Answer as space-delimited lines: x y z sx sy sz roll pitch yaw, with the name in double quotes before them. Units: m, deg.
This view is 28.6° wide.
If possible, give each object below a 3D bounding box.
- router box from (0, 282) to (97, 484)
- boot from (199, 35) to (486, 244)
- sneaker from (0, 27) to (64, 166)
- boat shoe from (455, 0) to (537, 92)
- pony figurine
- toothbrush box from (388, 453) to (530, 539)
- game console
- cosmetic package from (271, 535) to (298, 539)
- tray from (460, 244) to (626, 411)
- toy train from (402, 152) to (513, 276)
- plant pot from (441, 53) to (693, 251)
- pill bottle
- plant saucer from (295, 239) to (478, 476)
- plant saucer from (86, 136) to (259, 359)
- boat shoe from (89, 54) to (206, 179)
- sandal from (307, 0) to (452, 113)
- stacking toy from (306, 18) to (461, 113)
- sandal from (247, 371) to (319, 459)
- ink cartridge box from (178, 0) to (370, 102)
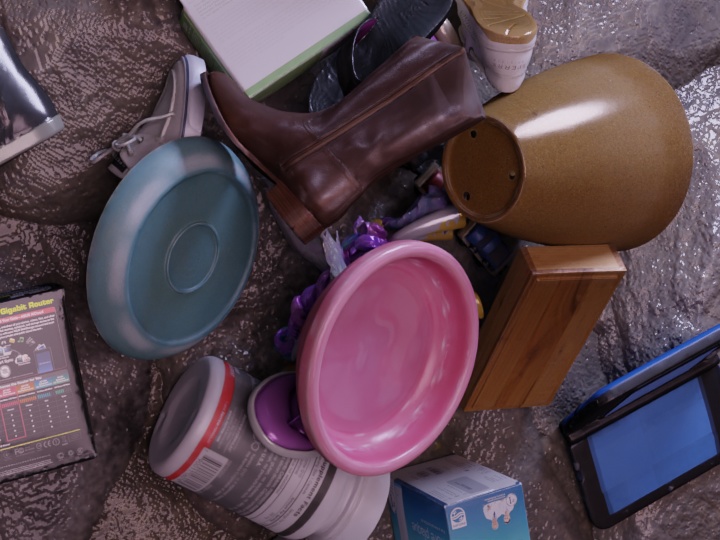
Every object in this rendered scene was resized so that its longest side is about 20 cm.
"router box" -0.334 0.105 1.184 0.198 0.062 0.152 -13 99 -21
"boot" -0.014 -0.147 1.170 0.199 0.064 0.187 -37 73 4
"sneaker" -0.354 -0.114 1.164 0.199 0.075 0.107 -35 101 -26
"boat shoe" 0.120 -0.217 1.298 0.070 0.201 0.070 3 117 0
"pony figurine" 0.000 0.000 1.272 0.198 0.167 0.195 -21 123 -11
"toothbrush box" 0.100 0.291 1.329 0.084 0.146 0.202 -13 99 -20
"game console" 0.315 0.155 1.429 0.199 0.171 0.119 -26 76 -19
"cosmetic package" -0.059 0.364 1.239 0.167 0.200 0.167 -35 106 -17
"tray" 0.166 0.058 1.331 0.098 0.037 0.201 -2 138 -22
"toy train" 0.082 -0.071 1.352 0.034 0.046 0.200 -46 108 -13
"plant pot" 0.169 -0.099 1.277 0.199 0.185 0.189 -10 98 -45
"pill bottle" -0.079 0.170 1.266 0.199 0.114 0.115 30 82 -22
"plant saucer" 0.017 0.070 1.187 0.199 0.051 0.203 -17 115 -40
"plant saucer" -0.151 -0.014 1.213 0.199 0.027 0.202 -30 130 -43
"boat shoe" -0.192 -0.093 1.231 0.085 0.075 0.204 11 98 -18
"sandal" 0.014 -0.190 1.230 0.075 0.048 0.202 26 71 9
"stacking toy" 0.001 -0.159 1.279 0.200 0.085 0.086 -45 108 -22
"sandal" -0.022 0.112 1.242 0.202 0.050 0.083 -6 56 -52
"ink cartridge box" -0.104 -0.265 1.265 0.145 0.048 0.201 -36 89 -17
